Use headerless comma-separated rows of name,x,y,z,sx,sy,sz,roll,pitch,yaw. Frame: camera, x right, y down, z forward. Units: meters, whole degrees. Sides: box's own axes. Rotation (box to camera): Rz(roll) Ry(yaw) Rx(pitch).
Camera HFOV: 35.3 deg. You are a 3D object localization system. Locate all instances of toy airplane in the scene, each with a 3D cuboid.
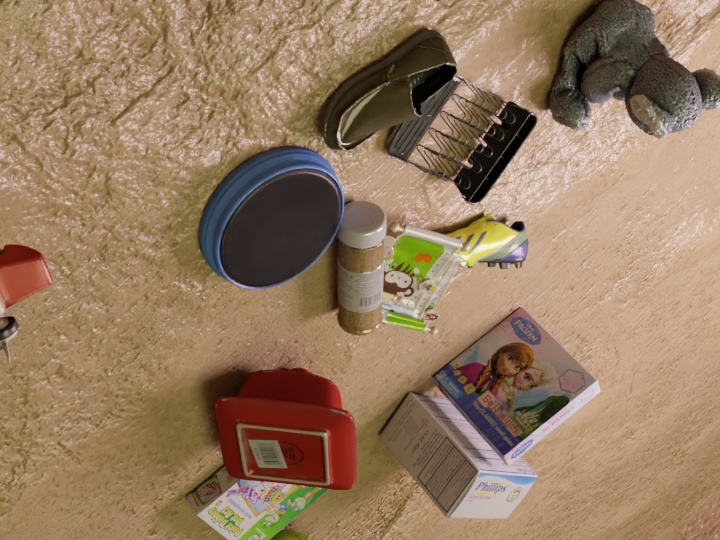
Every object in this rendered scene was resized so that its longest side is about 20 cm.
toy airplane,-0.428,0.015,1.147,0.198,0.142,0.201,28,120,-13

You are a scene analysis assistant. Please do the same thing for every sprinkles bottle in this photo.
sprinkles bottle,0.000,0.000,1.560,0.068,0.068,0.201,-24,139,-24

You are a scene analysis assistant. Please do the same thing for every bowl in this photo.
bowl,-0.107,-0.060,1.427,0.199,0.039,0.202,-24,139,-23

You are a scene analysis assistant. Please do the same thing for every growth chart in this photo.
growth chart,0.073,0.013,1.639,0.143,0.018,0.201,7,131,-15

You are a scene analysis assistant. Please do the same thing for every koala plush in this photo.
koala plush,0.391,-0.259,1.558,0.176,0.200,0.185,-22,138,-25

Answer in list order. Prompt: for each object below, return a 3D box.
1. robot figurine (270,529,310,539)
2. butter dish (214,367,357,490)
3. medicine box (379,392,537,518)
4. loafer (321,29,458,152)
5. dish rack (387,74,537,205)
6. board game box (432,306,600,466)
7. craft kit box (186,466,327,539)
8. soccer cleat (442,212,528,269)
robot figurine,-0.134,0.521,1.901,0.174,0.116,0.201,-14,134,-34
butter dish,-0.096,0.206,1.619,0.197,0.149,0.201,4,137,6
medicine box,0.165,0.313,1.905,0.181,0.200,0.103,15,115,-49
loafer,0.038,-0.214,1.385,0.200,0.070,0.075,-41,143,-3
dish rack,0.133,-0.182,1.518,0.199,0.055,0.154,16,113,-49
board game box,0.255,0.187,1.869,0.199,0.200,0.041,-37,143,-9
craft kit box,-0.148,0.341,1.778,0.197,0.049,0.200,-38,143,-3
soccer cleat,0.172,-0.046,1.696,0.199,0.064,0.085,1,95,-37
